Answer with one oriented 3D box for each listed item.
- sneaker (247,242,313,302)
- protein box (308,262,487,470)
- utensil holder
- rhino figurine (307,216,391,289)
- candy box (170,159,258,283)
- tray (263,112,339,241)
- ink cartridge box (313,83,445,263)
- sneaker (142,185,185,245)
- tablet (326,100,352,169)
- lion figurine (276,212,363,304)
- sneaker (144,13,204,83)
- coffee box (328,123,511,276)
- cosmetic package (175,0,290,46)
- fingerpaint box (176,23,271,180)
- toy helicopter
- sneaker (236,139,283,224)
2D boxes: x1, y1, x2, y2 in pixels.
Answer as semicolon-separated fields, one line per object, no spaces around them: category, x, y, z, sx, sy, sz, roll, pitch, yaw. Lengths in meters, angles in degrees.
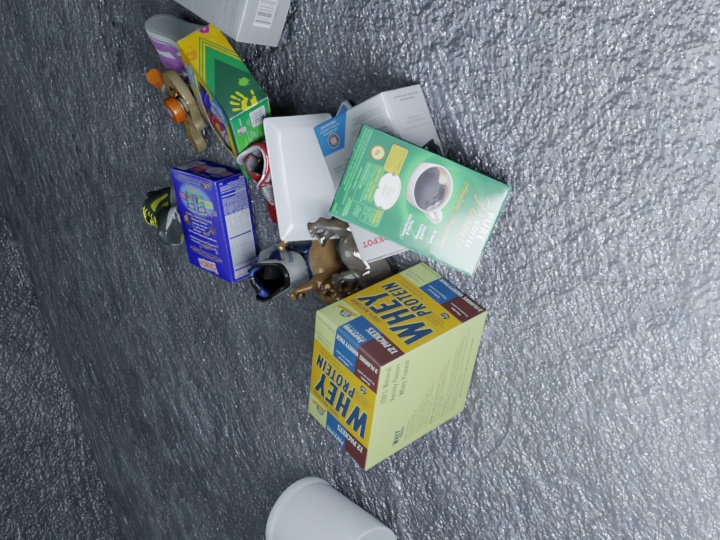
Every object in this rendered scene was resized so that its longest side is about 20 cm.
sneaker;-0.158;0.002;1.487;0.199;0.115;0.081;-6;103;55
protein box;0.048;0.131;1.203;0.135;0.199;0.200;38;137;35
utensil holder;-0.051;0.505;1.589;0.199;0.169;0.171;20;124;44
rhino figurine;0.000;0.000;1.293;0.201;0.087;0.060;64;-169;-8
candy box;-0.276;-0.096;1.626;0.168;0.077;0.202;21;124;46
tray;-0.084;-0.144;1.322;0.022;0.106;0.202;-79;-15;-65
ink cartridge box;0.040;-0.128;1.152;0.144;0.084;0.202;-16;95;45
sneaker;-0.396;-0.105;1.709;0.200;0.084;0.075;-102;4;-60
tablet;0.011;-0.139;1.266;0.201;0.014;0.130;55;144;17
lion figurine;-0.060;-0.021;1.373;0.122;0.072;0.202;-20;82;16
sneaker;-0.291;-0.374;1.513;0.200;0.073;0.115;35;154;31
coffee box;0.073;-0.087;1.056;0.198;0.044;0.124;22;99;4
cosmetic package;-0.200;-0.430;1.307;0.200;0.090;0.108;43;123;37
fingerpaint box;-0.210;-0.267;1.378;0.167;0.073;0.200;55;168;17
toy helicopter;-0.324;-0.292;1.563;0.132;0.079;0.201;46;162;23
sneaker;-0.150;-0.142;1.395;0.071;0.112;0.201;48;141;26
